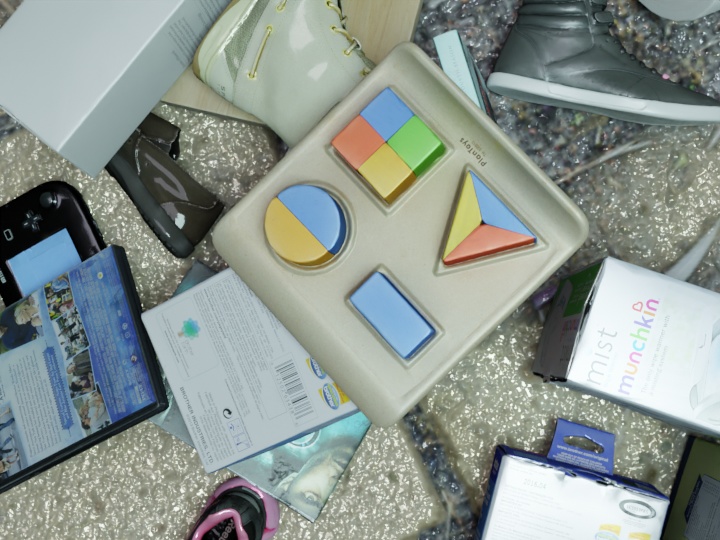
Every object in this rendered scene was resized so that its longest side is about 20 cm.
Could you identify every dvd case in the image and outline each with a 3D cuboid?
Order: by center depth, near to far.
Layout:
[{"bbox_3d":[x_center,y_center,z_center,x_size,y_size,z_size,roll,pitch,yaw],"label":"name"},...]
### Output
[{"bbox_3d":[0.099,-0.093,0.785,0.022,0.200,0.147,-18,85,13],"label":"dvd case"},{"bbox_3d":[-0.254,0.085,0.837,0.199,0.018,0.143,-27,71,20],"label":"dvd case"}]

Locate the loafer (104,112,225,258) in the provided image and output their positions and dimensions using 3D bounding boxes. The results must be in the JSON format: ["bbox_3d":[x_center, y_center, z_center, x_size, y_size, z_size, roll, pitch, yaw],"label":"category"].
[{"bbox_3d":[-0.188,-0.105,0.873,0.071,0.073,0.200,-36,88,-11],"label":"loafer"}]

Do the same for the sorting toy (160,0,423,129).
[{"bbox_3d":[-0.047,-0.212,0.856,0.198,0.070,0.201,14,87,11],"label":"sorting toy"}]

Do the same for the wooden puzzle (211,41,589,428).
[{"bbox_3d":[0.020,-0.024,0.676,0.200,0.046,0.185,-45,81,8],"label":"wooden puzzle"}]

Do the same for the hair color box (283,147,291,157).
[{"bbox_3d":[0.000,0.000,0.815,0.200,0.061,0.102,45,119,19],"label":"hair color box"}]

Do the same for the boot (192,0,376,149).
[{"bbox_3d":[-0.015,-0.182,0.775,0.155,0.072,0.200,42,99,13],"label":"boot"}]

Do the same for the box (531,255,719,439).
[{"bbox_3d":[0.234,0.068,0.770,0.176,0.200,0.097,19,87,5],"label":"box"}]

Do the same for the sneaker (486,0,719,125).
[{"bbox_3d":[0.213,-0.180,0.847,0.199,0.071,0.100,13,93,8],"label":"sneaker"}]

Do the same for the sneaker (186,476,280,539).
[{"bbox_3d":[-0.136,0.268,0.832,0.079,0.095,0.201,24,90,2],"label":"sneaker"}]

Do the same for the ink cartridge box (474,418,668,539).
[{"bbox_3d":[0.161,0.226,0.819,0.136,0.076,0.201,15,89,3],"label":"ink cartridge box"}]

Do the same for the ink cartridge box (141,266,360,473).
[{"bbox_3d":[-0.047,0.052,0.762,0.199,0.076,0.137,-27,84,24],"label":"ink cartridge box"}]

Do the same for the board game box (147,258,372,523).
[{"bbox_3d":[-0.089,0.100,0.848,0.199,0.028,0.136,31,77,-2],"label":"board game box"}]

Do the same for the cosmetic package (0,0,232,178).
[{"bbox_3d":[-0.196,-0.187,0.794,0.107,0.085,0.200,40,88,11],"label":"cosmetic package"}]

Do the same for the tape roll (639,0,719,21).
[{"bbox_3d":[0.255,-0.301,0.784,0.070,0.202,0.203,-22,86,-8],"label":"tape roll"}]

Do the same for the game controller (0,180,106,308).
[{"bbox_3d":[-0.253,0.026,0.878,0.104,0.042,0.201,-26,85,1],"label":"game controller"}]

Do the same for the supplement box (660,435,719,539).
[{"bbox_3d":[0.305,0.246,0.755,0.134,0.200,0.201,18,88,4],"label":"supplement box"}]
